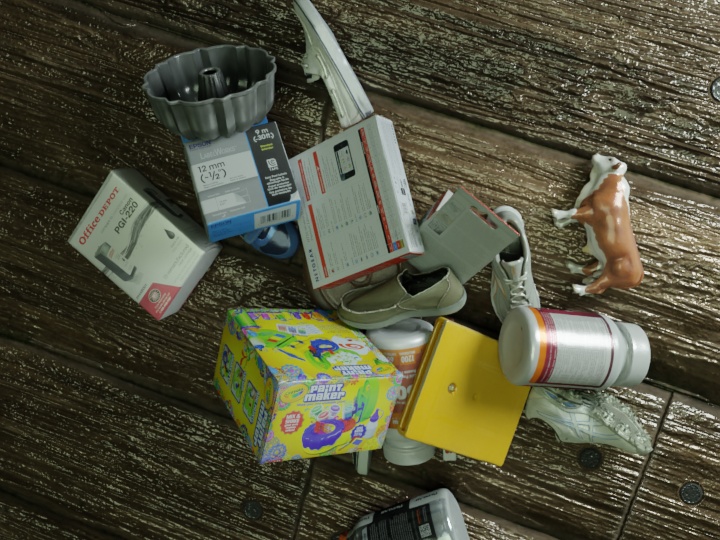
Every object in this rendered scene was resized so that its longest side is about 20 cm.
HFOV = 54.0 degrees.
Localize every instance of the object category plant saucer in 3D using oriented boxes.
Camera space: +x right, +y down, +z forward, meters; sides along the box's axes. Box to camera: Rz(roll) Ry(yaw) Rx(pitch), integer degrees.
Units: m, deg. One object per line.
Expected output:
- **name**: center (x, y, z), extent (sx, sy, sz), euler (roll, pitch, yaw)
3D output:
- **plant saucer**: center (0.000, 0.000, 1.113), extent (0.194, 0.037, 0.207), euler (1, 98, 8)

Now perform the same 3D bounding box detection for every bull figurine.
- **bull figurine**: center (0.348, -0.063, 1.033), extent (0.118, 0.065, 0.206), euler (-16, 94, 15)

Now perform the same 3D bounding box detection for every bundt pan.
- **bundt pan**: center (-0.214, -0.256, 1.036), extent (0.195, 0.204, 0.077), euler (2, 128, 9)

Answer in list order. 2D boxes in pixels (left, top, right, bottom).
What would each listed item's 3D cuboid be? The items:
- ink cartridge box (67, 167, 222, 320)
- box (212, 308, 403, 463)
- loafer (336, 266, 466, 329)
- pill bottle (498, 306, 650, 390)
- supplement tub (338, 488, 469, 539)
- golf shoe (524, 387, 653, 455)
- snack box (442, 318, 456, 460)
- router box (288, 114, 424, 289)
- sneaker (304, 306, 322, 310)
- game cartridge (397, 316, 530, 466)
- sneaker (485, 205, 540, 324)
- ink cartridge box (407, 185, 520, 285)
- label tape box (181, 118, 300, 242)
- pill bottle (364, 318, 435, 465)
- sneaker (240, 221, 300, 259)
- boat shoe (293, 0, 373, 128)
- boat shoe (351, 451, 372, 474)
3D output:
- **ink cartridge box**: center (-0.346, -0.044, 1.137), extent (0.199, 0.085, 0.147), euler (40, 103, 3)
- **box**: center (-0.079, 0.153, 1.000), extent (0.195, 0.192, 0.125), euler (3, 113, -33)
- **loafer**: center (0.056, 0.031, 1.041), extent (0.194, 0.076, 0.071), euler (-11, 126, 11)
- **pill bottle**: center (0.308, 0.115, 1.020), extent (0.194, 0.110, 0.113), euler (6, 101, -15)
- **supplement tub**: center (0.070, 0.438, 1.127), extent (0.195, 0.123, 0.126), euler (-22, 95, 11)
- **golf shoe**: center (0.346, 0.233, 1.087), extent (0.197, 0.078, 0.099), euler (31, 121, 8)
- **snack box**: center (0.136, 0.184, 1.101), extent (0.023, 0.072, 0.207), euler (-1, 99, 9)
- **router box**: center (-0.013, -0.096, 1.040), extent (0.176, 0.048, 0.206), euler (-19, 80, 31)
- **sneaker**: center (-0.134, 0.132, 1.132), extent (0.201, 0.082, 0.073), euler (-51, 131, -2)
- **game cartridge**: center (0.165, 0.185, 1.058), extent (0.196, 0.032, 0.181), euler (23, 88, -29)
- **sneaker**: center (0.225, 0.010, 1.049), extent (0.073, 0.092, 0.206), euler (-13, 98, 9)
- **ink cartridge box**: center (0.141, -0.052, 1.008), extent (0.108, 0.051, 0.200), euler (38, 146, -3)
- **label tape box**: center (-0.183, -0.160, 1.044), extent (0.139, 0.066, 0.205), euler (-15, 73, -13)
- **pill bottle**: center (0.068, 0.187, 1.089), extent (0.108, 0.112, 0.207), euler (-4, 103, 9)
- **sneaker**: center (-0.182, -0.086, 1.105), extent (0.198, 0.082, 0.075), euler (39, 101, 0)
- **boat shoe**: center (-0.057, -0.310, 1.058), extent (0.069, 0.071, 0.203), euler (-29, 100, 9)
- **boat shoe**: center (-0.011, 0.223, 1.136), extent (0.062, 0.071, 0.207), euler (-1, 91, 8)
